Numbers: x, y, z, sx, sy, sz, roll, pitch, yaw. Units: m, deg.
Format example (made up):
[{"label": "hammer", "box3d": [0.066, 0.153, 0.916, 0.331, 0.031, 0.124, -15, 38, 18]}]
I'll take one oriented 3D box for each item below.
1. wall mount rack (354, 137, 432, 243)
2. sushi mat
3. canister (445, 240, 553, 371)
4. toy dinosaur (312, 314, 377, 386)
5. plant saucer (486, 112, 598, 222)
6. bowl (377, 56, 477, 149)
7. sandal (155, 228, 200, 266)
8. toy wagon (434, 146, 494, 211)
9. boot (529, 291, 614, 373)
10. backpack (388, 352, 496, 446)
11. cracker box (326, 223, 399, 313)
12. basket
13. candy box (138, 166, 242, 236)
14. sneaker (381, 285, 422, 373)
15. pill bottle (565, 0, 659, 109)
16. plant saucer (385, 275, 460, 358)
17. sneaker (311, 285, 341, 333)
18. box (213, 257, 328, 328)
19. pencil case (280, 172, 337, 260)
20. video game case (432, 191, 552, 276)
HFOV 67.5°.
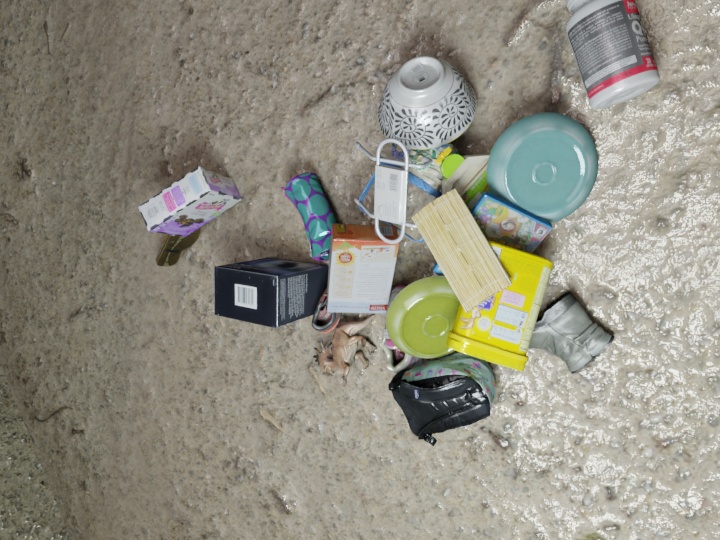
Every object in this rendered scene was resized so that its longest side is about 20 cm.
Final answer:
[{"label": "wall mount rack", "box3d": [0.046, -0.161, 1.020, 0.172, 0.074, 0.203, 17, 122, 26]}, {"label": "sushi mat", "box3d": [0.176, -0.038, 0.948, 0.095, 0.012, 0.202, -31, 76, 11]}, {"label": "canister", "box3d": [0.254, 0.062, 0.978, 0.146, 0.087, 0.203, 17, 91, -2]}, {"label": "toy dinosaur", "box3d": [-0.044, 0.178, 1.275, 0.135, 0.085, 0.202, 32, 107, 31]}, {"label": "plant saucer", "box3d": [0.328, -0.177, 0.966, 0.197, 0.036, 0.203, 2, 110, 7]}, {"label": "bowl", "box3d": [0.121, -0.340, 1.027, 0.197, 0.094, 0.204, -6, 62, 11]}, {"label": "sandal", "box3d": [-0.533, -0.084, 1.551, 0.200, 0.080, 0.055, -42, 54, 33]}, {"label": "toy wagon", "box3d": [0.217, -0.158, 1.021, 0.199, 0.040, 0.155, 40, 99, -17]}, {"label": "boot", "box3d": [0.367, 0.147, 1.026, 0.131, 0.068, 0.200, 51, 120, 9]}, {"label": "backpack", "box3d": [0.179, 0.251, 1.114, 0.198, 0.127, 0.168, -23, 107, 31]}, {"label": "cracker box", "box3d": [0.000, 0.000, 1.123, 0.132, 0.058, 0.202, 2, 130, -7]}, {"label": "basket", "box3d": [0.100, -0.180, 1.096, 0.175, 0.139, 0.202, 30, 103, 25]}, {"label": "candy box", "box3d": [-0.431, -0.172, 1.381, 0.198, 0.168, 0.072, -30, 82, 13]}, {"label": "sneaker", "box3d": [0.090, 0.135, 1.178, 0.080, 0.088, 0.203, -2, 96, 32]}, {"label": "pill bottle", "box3d": [0.407, -0.383, 0.892, 0.110, 0.110, 0.203, -19, 88, 32]}, {"label": "plant saucer", "box3d": [0.151, 0.106, 1.095, 0.197, 0.031, 0.203, -3, 119, -5]}, {"label": "sneaker", "box3d": [-0.050, 0.058, 1.235, 0.076, 0.082, 0.202, 26, 93, 8]}, {"label": "box", "box3d": [-0.211, 0.044, 1.287, 0.197, 0.198, 0.125, 8, 100, 30]}, {"label": "pencil case", "box3d": [-0.107, -0.123, 1.265, 0.091, 0.085, 0.202, -24, 83, 4]}, {"label": "video game case", "box3d": [0.246, -0.041, 1.028, 0.141, 0.018, 0.201, 23, 129, -8]}]
